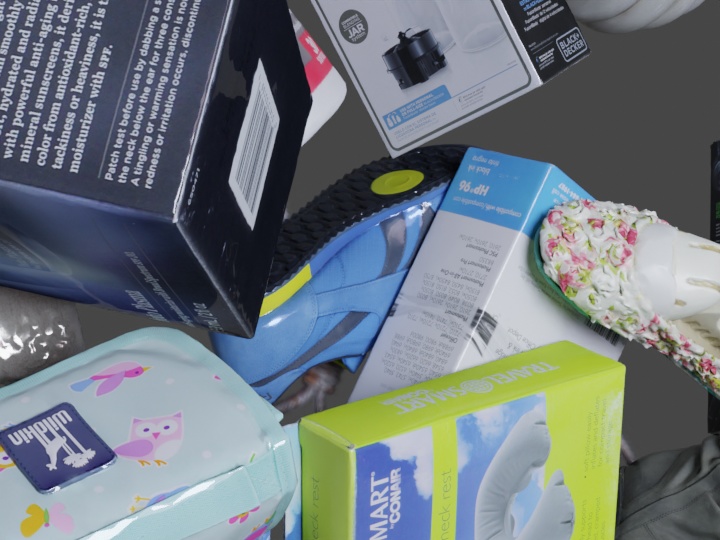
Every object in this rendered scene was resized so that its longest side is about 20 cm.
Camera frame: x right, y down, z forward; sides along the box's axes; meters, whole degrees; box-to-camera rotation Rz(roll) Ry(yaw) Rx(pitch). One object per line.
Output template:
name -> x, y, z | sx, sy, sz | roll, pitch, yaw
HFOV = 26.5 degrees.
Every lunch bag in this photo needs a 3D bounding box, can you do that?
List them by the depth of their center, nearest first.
lunch bag -> -0.133, 0.106, 0.651 | 0.169, 0.200, 0.123 | -22, 93, -27

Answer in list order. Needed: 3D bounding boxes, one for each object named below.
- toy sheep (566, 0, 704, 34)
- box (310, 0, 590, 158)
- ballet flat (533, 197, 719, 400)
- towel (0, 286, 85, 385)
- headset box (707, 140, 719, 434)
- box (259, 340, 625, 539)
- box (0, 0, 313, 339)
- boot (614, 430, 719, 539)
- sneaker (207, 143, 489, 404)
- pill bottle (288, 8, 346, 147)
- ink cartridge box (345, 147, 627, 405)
toy sheep -> 0.151, -0.202, 0.885 | 0.198, 0.137, 0.140 | 8, 78, -35
box -> 0.024, -0.176, 0.819 | 0.060, 0.116, 0.202 | -34, 99, -47
ballet flat -> 0.174, 0.014, 0.786 | 0.199, 0.064, 0.076 | 29, 59, -34
towel -> -0.218, -0.033, 0.723 | 0.131, 0.034, 0.202 | -16, 91, -27
headset box -> 0.311, 0.007, 0.958 | 0.172, 0.093, 0.203 | 8, 78, -26
box -> 0.041, 0.114, 0.728 | 0.198, 0.047, 0.123 | -12, 111, -37
box -> -0.134, -0.065, 0.602 | 0.196, 0.200, 0.125 | 12, 77, 7
boot -> 0.187, 0.151, 0.804 | 0.068, 0.130, 0.201 | 47, 27, -26
sneaker -> 0.000, 0.000, 0.821 | 0.199, 0.066, 0.079 | -36, 121, -31
pill bottle -> -0.106, -0.132, 0.752 | 0.111, 0.110, 0.201 | -45, 103, -26
ink cartridge box -> 0.068, 0.053, 0.808 | 0.116, 0.068, 0.202 | 32, 80, -40
